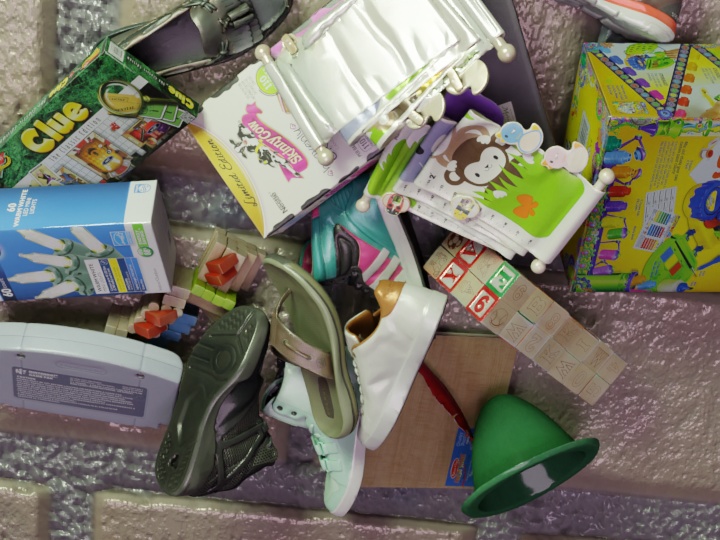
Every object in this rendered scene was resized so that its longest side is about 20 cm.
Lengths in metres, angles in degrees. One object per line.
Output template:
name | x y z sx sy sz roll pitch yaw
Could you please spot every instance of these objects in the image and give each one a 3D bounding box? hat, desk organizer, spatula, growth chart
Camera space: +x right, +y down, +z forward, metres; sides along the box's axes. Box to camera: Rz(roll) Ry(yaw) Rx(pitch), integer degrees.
hat | 0.146 0.151 1.206 0.165 0.177 0.200 -26 155 -2
desk organizer | 0.113 -0.196 1.011 0.071 0.077 0.201 -19 116 7
spatula | 0.082 -0.102 1.030 0.056 0.021 0.200 25 154 0
growth chart | 0.018 -0.177 0.928 0.199 0.018 0.145 -30 77 17
growth chart | 0.107 -0.075 0.972 0.199 0.018 0.145 21 129 0

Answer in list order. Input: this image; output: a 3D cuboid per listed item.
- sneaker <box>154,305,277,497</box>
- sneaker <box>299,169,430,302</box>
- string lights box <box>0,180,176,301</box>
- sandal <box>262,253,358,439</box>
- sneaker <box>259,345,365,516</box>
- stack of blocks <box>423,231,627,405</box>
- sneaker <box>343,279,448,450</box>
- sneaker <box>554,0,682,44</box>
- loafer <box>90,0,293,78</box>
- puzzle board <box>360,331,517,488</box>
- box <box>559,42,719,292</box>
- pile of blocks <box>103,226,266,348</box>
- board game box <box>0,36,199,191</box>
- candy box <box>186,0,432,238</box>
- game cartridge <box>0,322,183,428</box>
sneaker | -0.125 0.135 1.123 0.114 0.076 0.201 19 91 -51
sneaker | 0.000 0.000 1.101 0.120 0.084 0.201 -15 122 9
string lights box | -0.285 -0.027 1.062 0.198 0.059 0.103 -3 139 2
sandal | -0.054 0.079 1.074 0.057 0.080 0.202 -25 109 -30
sneaker | -0.052 0.169 1.188 0.117 0.074 0.202 4 111 -8
stack of blocks | 0.166 0.046 1.108 0.200 0.115 0.059 36 96 -37
sneaker | 0.017 0.088 1.093 0.084 0.073 0.201 21 123 2
sneaker | 0.206 -0.277 0.991 0.199 0.077 0.082 24 93 -20
loafer | -0.152 -0.207 0.998 0.199 0.063 0.072 -22 114 8
puzzle board | 0.081 0.154 1.215 0.149 0.017 0.201 3 117 -12
box | 0.292 -0.091 1.024 0.191 0.122 0.201 1 132 -3
pile of blocks | -0.181 0.041 1.123 0.199 0.062 0.082 -34 114 14
board game box | -0.251 -0.122 1.013 0.199 0.024 0.105 -32 128 32
candy box | -0.043 -0.142 1.013 0.200 0.061 0.137 -36 89 15
game cartridge | -0.284 0.107 1.134 0.198 0.041 0.133 11 148 -9
